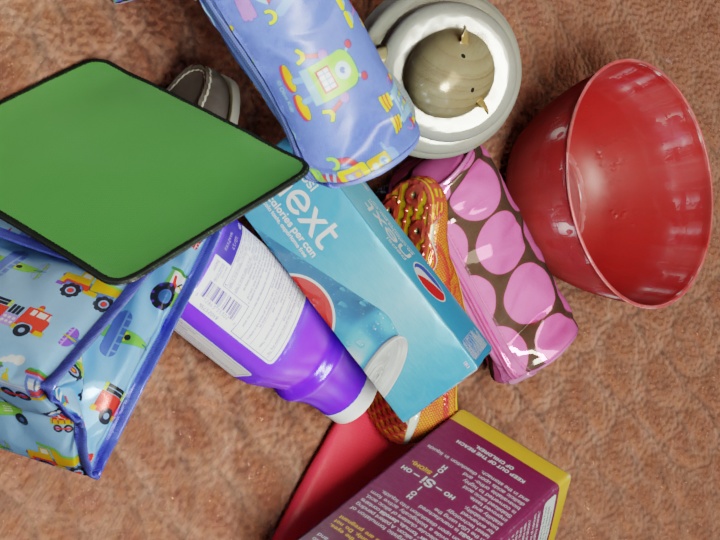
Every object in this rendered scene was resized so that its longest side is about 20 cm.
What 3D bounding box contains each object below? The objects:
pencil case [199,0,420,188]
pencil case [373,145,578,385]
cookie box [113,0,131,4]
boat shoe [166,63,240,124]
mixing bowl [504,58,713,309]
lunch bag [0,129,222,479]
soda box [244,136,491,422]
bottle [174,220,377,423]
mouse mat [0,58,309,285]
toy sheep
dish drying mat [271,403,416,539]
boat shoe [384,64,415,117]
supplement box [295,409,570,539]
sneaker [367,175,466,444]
[{"bbox_3d":[-0.042,-0.141,0.919,0.087,0.078,0.200,-38,115,-14],"label":"pencil case"},{"bbox_3d":[0.094,-0.003,1.187,0.200,0.091,0.094,56,27,-24],"label":"pencil case"},{"bbox_3d":[-0.126,-0.303,1.015,0.171,0.075,0.200,-38,113,-37],"label":"cookie box"},{"bbox_3d":[-0.144,-0.056,0.989,0.060,0.072,0.200,41,67,-36],"label":"boat shoe"},{"bbox_3d":[0.189,-0.066,1.257,0.200,0.108,0.201,6,81,-45],"label":"mixing bowl"},{"bbox_3d":[-0.178,0.001,0.896,0.094,0.150,0.200,78,33,-49],"label":"lunch bag"},{"bbox_3d":[0.000,0.000,1.044,0.200,0.068,0.064,53,17,1],"label":"soda box"},{"bbox_3d":[-0.067,0.035,1.052,0.200,0.065,0.084,41,58,-32],"label":"bottle"},{"bbox_3d":[-0.151,-0.065,0.913,0.161,0.200,0.008,-34,139,-37],"label":"mouse mat"},{"bbox_3d":[0.051,-0.144,1.112,0.138,0.200,0.138,-1,104,-4],"label":"toy sheep"},{"bbox_3d":[-0.003,0.150,1.134,0.077,0.018,0.200,47,59,-28],"label":"dish drying mat"},{"bbox_3d":[-0.046,-0.152,1.006,0.200,0.067,0.074,57,46,-12],"label":"boat shoe"},{"bbox_3d":[0.044,0.211,1.076,0.200,0.103,0.131,-32,142,-44],"label":"supplement box"},{"bbox_3d":[0.044,0.026,1.123,0.077,0.073,0.200,-13,114,-39],"label":"sneaker"}]
